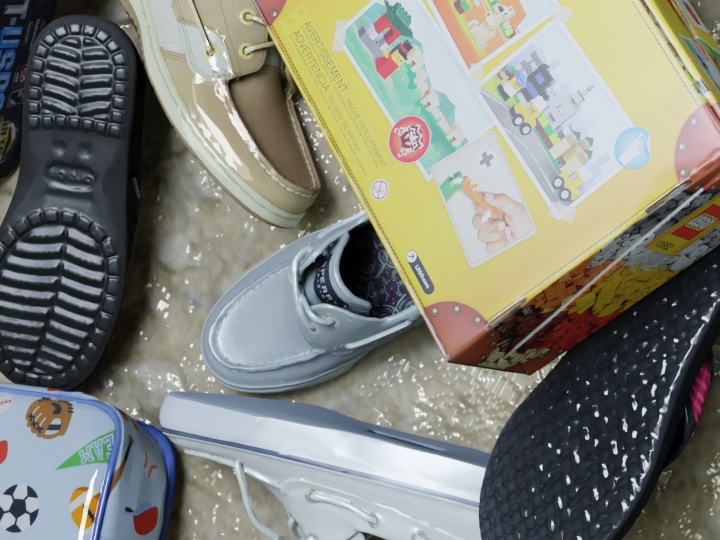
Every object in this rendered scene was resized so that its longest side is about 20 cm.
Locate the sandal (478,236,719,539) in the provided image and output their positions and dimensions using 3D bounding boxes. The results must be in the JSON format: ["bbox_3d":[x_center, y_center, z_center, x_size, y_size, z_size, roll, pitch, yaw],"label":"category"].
[{"bbox_3d":[0.120,0.048,0.821,0.075,0.045,0.200,35,99,37],"label":"sandal"}]

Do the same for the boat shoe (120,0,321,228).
[{"bbox_3d":[-0.067,-0.116,0.943,0.066,0.074,0.200,-35,72,22],"label":"boat shoe"}]

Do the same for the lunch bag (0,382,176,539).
[{"bbox_3d":[-0.198,0.138,0.962,0.200,0.076,0.161,2,74,24],"label":"lunch bag"}]

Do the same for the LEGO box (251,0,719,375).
[{"bbox_3d":[0.064,-0.080,0.802,0.149,0.077,0.200,-36,67,22],"label":"LEGO box"}]

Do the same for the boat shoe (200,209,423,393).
[{"bbox_3d":[0.001,0.001,0.903,0.201,0.071,0.070,-25,76,19],"label":"boat shoe"}]

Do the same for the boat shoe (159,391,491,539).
[{"bbox_3d":[-0.007,0.115,0.901,0.202,0.075,0.086,13,93,14],"label":"boat shoe"}]

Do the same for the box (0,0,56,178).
[{"bbox_3d":[-0.238,-0.174,0.987,0.198,0.050,0.200,43,134,22],"label":"box"}]

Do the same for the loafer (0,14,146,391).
[{"bbox_3d":[-0.140,-0.033,0.975,0.073,0.071,0.200,16,106,6],"label":"loafer"}]
